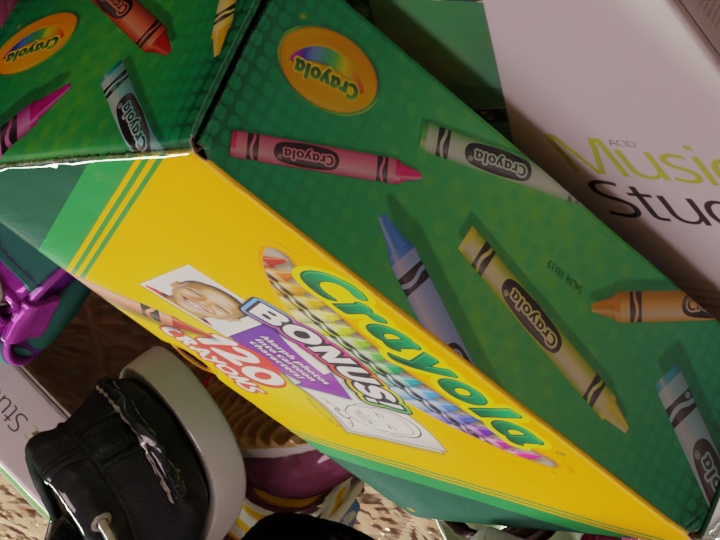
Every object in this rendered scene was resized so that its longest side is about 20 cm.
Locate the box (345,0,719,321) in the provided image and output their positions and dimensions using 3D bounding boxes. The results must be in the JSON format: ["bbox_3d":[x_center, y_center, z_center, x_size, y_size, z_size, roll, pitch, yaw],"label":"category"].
[{"bbox_3d":[0.052,-0.049,0.663,0.144,0.036,0.200,7,153,40],"label":"box"}]

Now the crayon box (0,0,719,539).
[{"bbox_3d":[0.000,0.000,0.690,0.200,0.058,0.119,38,156,-33],"label":"crayon box"}]

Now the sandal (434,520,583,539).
[{"bbox_3d":[0.044,0.056,0.869,0.080,0.057,0.201,27,149,20],"label":"sandal"}]

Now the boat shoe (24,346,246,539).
[{"bbox_3d":[-0.080,0.097,0.861,0.076,0.060,0.200,47,155,29],"label":"boat shoe"}]

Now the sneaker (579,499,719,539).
[{"bbox_3d":[0.121,0.090,0.807,0.088,0.081,0.200,38,152,3],"label":"sneaker"}]

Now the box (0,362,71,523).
[{"bbox_3d":[-0.131,0.070,1.038,0.144,0.036,0.200,48,172,-13],"label":"box"}]

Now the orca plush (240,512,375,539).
[{"bbox_3d":[0.024,0.171,0.874,0.105,0.071,0.200,-26,97,15],"label":"orca plush"}]

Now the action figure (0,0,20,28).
[{"bbox_3d":[-0.075,-0.067,0.821,0.200,0.134,0.149,39,-169,17],"label":"action figure"}]

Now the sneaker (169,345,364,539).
[{"bbox_3d":[-0.022,0.068,0.950,0.090,0.075,0.200,48,159,-17],"label":"sneaker"}]

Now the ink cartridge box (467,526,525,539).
[{"bbox_3d":[0.075,0.172,0.813,0.200,0.047,0.160,23,127,-24],"label":"ink cartridge box"}]

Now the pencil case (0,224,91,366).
[{"bbox_3d":[-0.164,-0.062,0.896,0.200,0.092,0.085,42,118,-2],"label":"pencil case"}]
